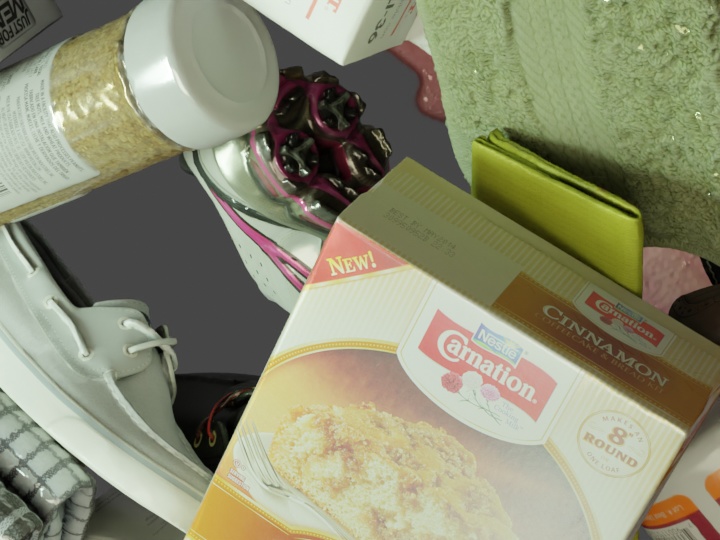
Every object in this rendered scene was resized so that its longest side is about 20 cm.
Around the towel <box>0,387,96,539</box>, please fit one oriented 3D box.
[{"bbox_3d":[-0.220,0.115,1.125,0.166,0.086,0.200,39,138,13],"label":"towel"}]

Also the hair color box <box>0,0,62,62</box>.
[{"bbox_3d":[-0.219,-0.171,1.049,0.061,0.102,0.200,-26,102,23],"label":"hair color box"}]

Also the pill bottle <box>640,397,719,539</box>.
[{"bbox_3d":[0.209,0.130,1.053,0.110,0.110,0.200,-37,99,24],"label":"pill bottle"}]

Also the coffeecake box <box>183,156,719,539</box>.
[{"bbox_3d":[0.031,0.082,0.956,0.153,0.073,0.200,32,121,10],"label":"coffeecake box"}]

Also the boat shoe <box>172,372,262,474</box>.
[{"bbox_3d":[-0.039,0.075,1.090,0.201,0.074,0.063,12,149,35],"label":"boat shoe"}]

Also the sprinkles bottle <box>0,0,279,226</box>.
[{"bbox_3d":[-0.128,-0.065,1.052,0.200,0.068,0.068,-18,107,38],"label":"sprinkles bottle"}]

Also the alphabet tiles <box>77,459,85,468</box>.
[{"bbox_3d":[-0.221,0.045,1.189,0.200,0.006,0.166,33,116,0],"label":"alphabet tiles"}]

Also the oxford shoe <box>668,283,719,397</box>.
[{"bbox_3d":[0.217,0.015,0.993,0.073,0.200,0.071,44,130,45],"label":"oxford shoe"}]

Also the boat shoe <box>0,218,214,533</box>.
[{"bbox_3d":[-0.119,0.041,1.086,0.069,0.200,0.072,-48,138,-1],"label":"boat shoe"}]

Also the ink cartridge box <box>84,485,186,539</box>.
[{"bbox_3d":[-0.039,0.170,1.126,0.200,0.067,0.117,5,114,34],"label":"ink cartridge box"}]

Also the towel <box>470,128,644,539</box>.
[{"bbox_3d":[0.083,0.038,0.998,0.086,0.018,0.200,28,139,33],"label":"towel"}]

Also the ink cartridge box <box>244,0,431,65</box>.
[{"bbox_3d":[-0.016,-0.166,0.993,0.200,0.067,0.117,34,116,14],"label":"ink cartridge box"}]

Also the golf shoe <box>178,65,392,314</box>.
[{"bbox_3d":[0.000,0.000,1.087,0.092,0.073,0.200,-22,109,51],"label":"golf shoe"}]

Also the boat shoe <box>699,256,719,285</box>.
[{"bbox_3d":[0.122,-0.075,1.013,0.066,0.075,0.199,-14,107,22],"label":"boat shoe"}]

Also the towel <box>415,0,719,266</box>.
[{"bbox_3d":[0.087,-0.085,0.932,0.148,0.036,0.200,12,140,29],"label":"towel"}]
